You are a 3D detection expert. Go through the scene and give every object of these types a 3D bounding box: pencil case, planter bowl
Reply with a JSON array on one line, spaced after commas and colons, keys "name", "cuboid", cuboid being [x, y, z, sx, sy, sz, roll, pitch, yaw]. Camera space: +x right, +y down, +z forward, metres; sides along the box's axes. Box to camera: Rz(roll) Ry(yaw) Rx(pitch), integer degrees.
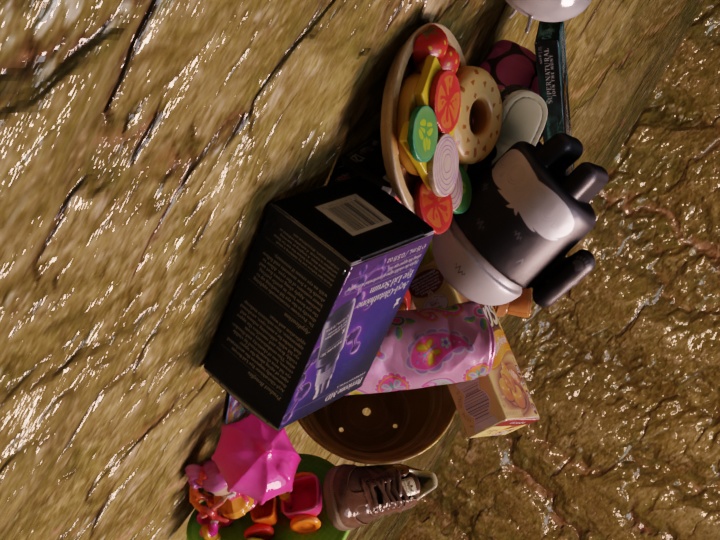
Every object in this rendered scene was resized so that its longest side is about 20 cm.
[{"name": "pencil case", "cuboid": [0.142, -0.172, 1.639, 0.201, 0.090, 0.094, -54, 136, -17]}, {"name": "planter bowl", "cuboid": [0.011, 0.149, 1.616, 0.201, 0.200, 0.084, -51, 165, -29]}, {"name": "pencil case", "cuboid": [0.045, 0.083, 1.479, 0.198, 0.088, 0.088, -8, 150, -11]}]

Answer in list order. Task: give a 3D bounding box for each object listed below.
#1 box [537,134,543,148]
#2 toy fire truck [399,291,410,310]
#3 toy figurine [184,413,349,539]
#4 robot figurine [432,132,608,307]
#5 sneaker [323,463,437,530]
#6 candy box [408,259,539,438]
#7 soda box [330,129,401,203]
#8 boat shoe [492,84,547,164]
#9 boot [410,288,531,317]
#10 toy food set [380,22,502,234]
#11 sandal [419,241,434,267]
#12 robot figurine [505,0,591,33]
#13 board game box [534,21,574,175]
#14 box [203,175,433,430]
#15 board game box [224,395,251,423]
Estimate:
[{"name": "box", "cuboid": [0.148, -0.110, 1.682, 0.122, 0.032, 0.200, -55, -159, -12]}, {"name": "toy fire truck", "cuboid": [0.021, 0.085, 1.762, 0.200, 0.111, 0.169, -45, 143, -48]}, {"name": "toy figurine", "cuboid": [-0.125, 0.230, 1.503, 0.185, 0.198, 0.151, 66, 17, -52]}, {"name": "robot figurine", "cuboid": [0.167, -0.054, 1.463, 0.200, 0.124, 0.151, -45, -145, 16]}, {"name": "sneaker", "cuboid": [0.023, 0.239, 1.540, 0.075, 0.071, 0.200, -18, 173, 20]}, {"name": "candy box", "cuboid": [0.128, 0.089, 1.594, 0.055, 0.201, 0.115, -27, 165, 21]}, {"name": "soda box", "cuboid": [0.039, -0.108, 1.441, 0.200, 0.063, 0.071, -40, 158, -53]}, {"name": "boat shoe", "cuboid": [0.138, -0.112, 1.540, 0.202, 0.071, 0.061, -59, -158, 12]}, {"name": "boot", "cuboid": [0.143, -0.007, 1.772, 0.200, 0.154, 0.077, -83, 177, -60]}, {"name": "toy food set", "cuboid": [0.078, -0.141, 1.365, 0.200, 0.048, 0.199, 54, 47, -52]}, {"name": "sandal", "cuboid": [0.051, -0.028, 1.646, 0.200, 0.086, 0.080, 28, 60, -61]}, {"name": "robot figurine", "cuboid": [0.208, -0.342, 1.425, 0.201, 0.112, 0.170, -62, -175, 16]}, {"name": "board game box", "cuboid": [0.224, -0.185, 1.595, 0.135, 0.028, 0.202, -68, 153, -63]}, {"name": "box", "cuboid": [-0.040, 0.029, 1.318, 0.148, 0.104, 0.201, -23, 143, -52]}, {"name": "board game box", "cuboid": [-0.079, 0.087, 1.491, 0.158, 0.039, 0.201, -49, 165, -35]}]
